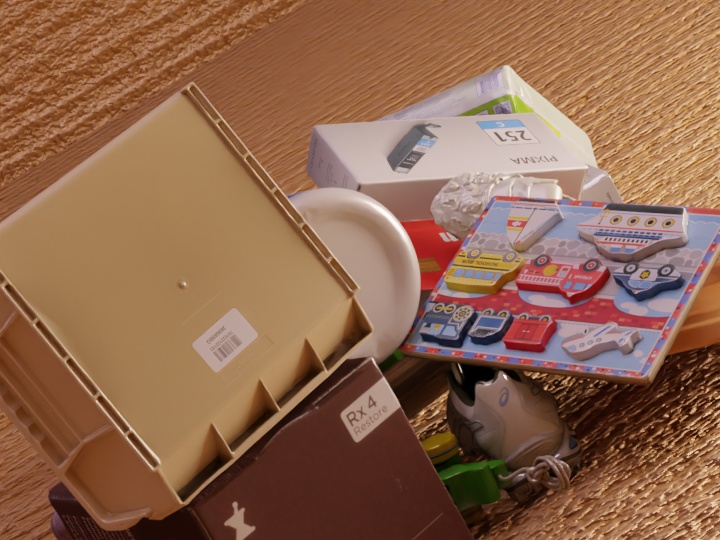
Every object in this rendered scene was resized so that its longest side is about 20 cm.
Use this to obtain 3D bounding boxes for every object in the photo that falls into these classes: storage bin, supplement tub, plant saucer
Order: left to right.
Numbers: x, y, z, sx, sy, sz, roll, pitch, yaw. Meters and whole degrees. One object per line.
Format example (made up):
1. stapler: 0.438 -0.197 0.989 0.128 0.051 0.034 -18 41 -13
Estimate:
1. storage bin: -0.125 0.023 1.351 0.200 0.199 0.094 -41 4 -37
2. supplement tub: -0.056 0.014 1.575 0.132 0.132 0.200 -37 12 -25
3. plant saucer: 0.201 0.028 1.539 0.200 0.038 0.200 -12 4 1

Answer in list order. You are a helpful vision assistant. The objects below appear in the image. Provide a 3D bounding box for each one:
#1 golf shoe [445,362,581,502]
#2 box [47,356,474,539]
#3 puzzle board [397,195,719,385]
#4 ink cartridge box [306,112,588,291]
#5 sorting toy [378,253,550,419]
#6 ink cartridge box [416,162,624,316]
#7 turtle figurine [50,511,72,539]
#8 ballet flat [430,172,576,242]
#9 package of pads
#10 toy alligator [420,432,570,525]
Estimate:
1. golf shoe: 0.094 0.085 1.557 0.078 0.097 0.200 -33 14 -6
2. box: -0.064 0.168 1.446 0.166 0.164 0.200 -37 18 -29
3. puzzle board: 0.137 0.006 1.494 0.200 0.017 0.151 6 51 38
4. ink cartridge box: 0.083 -0.056 1.688 0.200 0.045 0.176 -5 35 -25
5. sorting toy: 0.063 0.056 1.619 0.200 0.037 0.185 -32 -13 -4
6. ink cartridge box: 0.114 -0.008 1.824 0.200 0.086 0.146 -33 16 -6
7. turtle figurine: -0.165 0.169 1.757 0.150 0.101 0.200 -41 14 -35
8. ballet flat: 0.153 -0.036 1.634 0.072 0.200 0.072 -161 90 -81
9. package of pads: 0.105 -0.098 1.964 0.154 0.068 0.200 -22 -26 20
10. toy alligator: 0.056 0.146 1.485 0.054 0.059 0.200 -29 12 -36
